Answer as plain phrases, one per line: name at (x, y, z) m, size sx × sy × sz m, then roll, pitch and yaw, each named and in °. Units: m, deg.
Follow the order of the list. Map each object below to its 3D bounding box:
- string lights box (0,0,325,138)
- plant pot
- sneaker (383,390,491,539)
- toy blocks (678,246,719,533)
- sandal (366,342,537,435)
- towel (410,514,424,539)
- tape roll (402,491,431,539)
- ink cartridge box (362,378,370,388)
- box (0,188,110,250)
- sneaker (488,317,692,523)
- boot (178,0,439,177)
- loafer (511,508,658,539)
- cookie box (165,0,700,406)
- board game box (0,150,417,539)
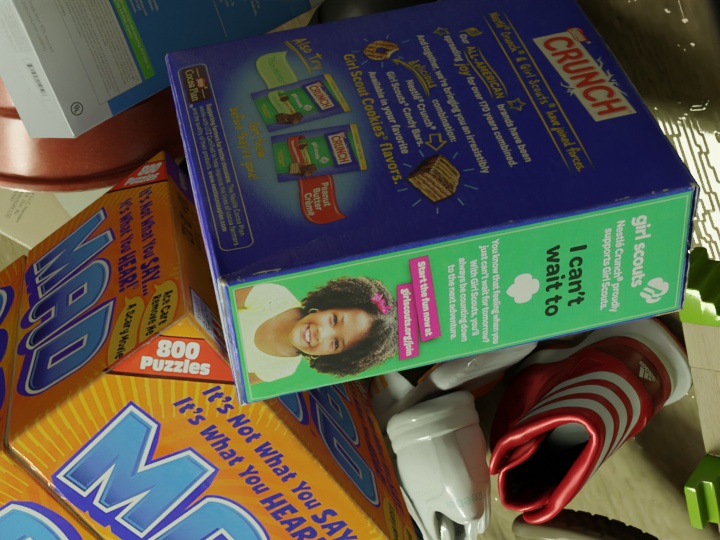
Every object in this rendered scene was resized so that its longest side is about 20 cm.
string lights box at (-0.108, -0.161, 0.740) m, size 0.059 × 0.200 × 0.103 m, roll 7°, pitch 124°, yaw 52°
plant pot at (-0.199, -0.187, 0.873) m, size 0.200 × 0.200 × 0.196 m, roll 35°, pitch 137°, yaw 32°
sneaker at (0.053, 0.139, 0.862) m, size 0.200 × 0.075 × 0.089 m, roll 72°, pitch 179°, yaw -75°
toy blocks at (0.230, 0.080, 0.615) m, size 0.136 × 0.100 × 0.201 m, roll 7°, pitch 125°, yaw 39°
sandal at (0.052, 0.050, 0.843) m, size 0.059 × 0.079 × 0.207 m, roll 67°, pitch 157°, yaw 13°
towel at (-0.018, 0.138, 0.903) m, size 0.112 × 0.049 × 0.200 m, roll 40°, pitch -179°, yaw -20°
tape roll at (0.001, 0.180, 1.080) m, size 0.202 × 0.037 × 0.204 m, roll 35°, pitch 144°, yaw 31°
ink cartridge box at (-0.042, 0.042, 0.897) m, size 0.109 × 0.050 × 0.200 m, roll 35°, pitch 174°, yaw 8°
box at (-0.188, -0.032, 0.997) m, size 0.199 × 0.078 × 0.095 m, roll 31°, pitch 179°, yaw -18°
sneaker at (0.098, 0.097, 0.780) m, size 0.078 × 0.115 × 0.200 m, roll 49°, pitch 149°, yaw 11°
boot at (-0.029, -0.099, 0.749) m, size 0.078 × 0.138 × 0.200 m, roll 47°, pitch 149°, yaw 14°
loafer at (0.171, 0.190, 0.741) m, size 0.199 × 0.068 × 0.076 m, roll 22°, pitch -177°, yaw 14°
cookie box at (0.025, -0.043, 0.610) m, size 0.172 × 0.199 × 0.075 m, roll -109°, pitch 10°, yaw -46°
board game box at (-0.115, 0.101, 0.712) m, size 0.200 × 0.199 × 0.200 m, roll 50°, pitch -172°, yaw -27°
